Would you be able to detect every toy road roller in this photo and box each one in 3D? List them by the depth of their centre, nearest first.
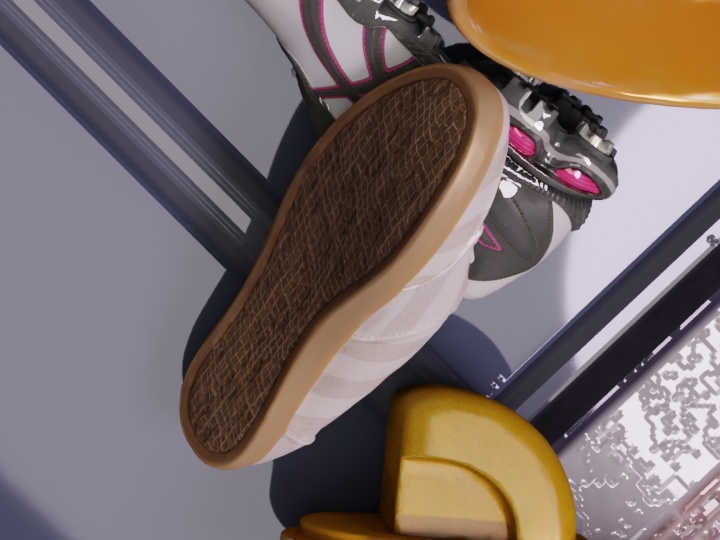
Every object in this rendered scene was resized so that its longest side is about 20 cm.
[{"bbox_3d":[0.068,0.121,0.844,0.200,0.123,0.146,5,90,-4],"label":"toy road roller"}]

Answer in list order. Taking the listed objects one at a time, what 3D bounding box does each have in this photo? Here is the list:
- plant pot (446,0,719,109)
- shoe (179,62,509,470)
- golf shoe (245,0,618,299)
[{"bbox_3d":[0.134,-0.173,0.752,0.200,0.200,0.183,5,76,-5],"label":"plant pot"},{"bbox_3d":[0.000,0.000,0.813,0.053,0.070,0.200,4,137,-41],"label":"shoe"},{"bbox_3d":[0.002,-0.070,0.823,0.200,0.077,0.088,38,106,-8],"label":"golf shoe"}]
